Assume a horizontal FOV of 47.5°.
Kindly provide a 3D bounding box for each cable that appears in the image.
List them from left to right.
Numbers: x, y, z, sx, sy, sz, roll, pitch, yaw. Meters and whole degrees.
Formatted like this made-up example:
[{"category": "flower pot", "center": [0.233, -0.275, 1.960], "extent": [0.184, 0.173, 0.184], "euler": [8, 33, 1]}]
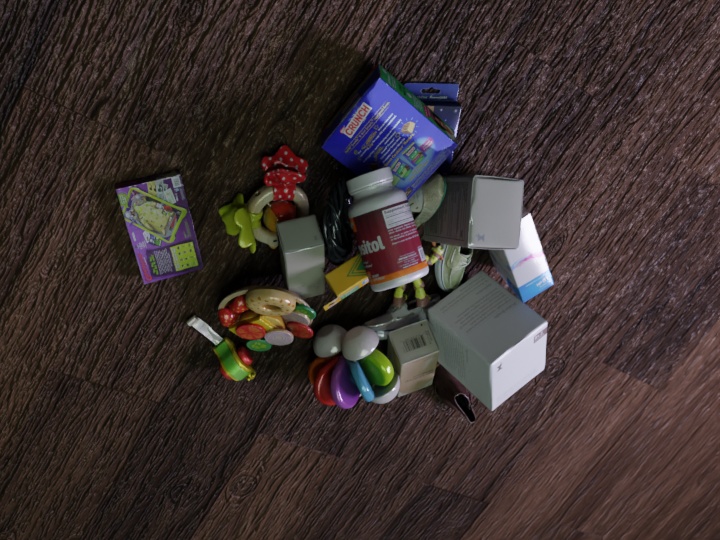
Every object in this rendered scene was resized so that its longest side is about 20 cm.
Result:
[{"category": "cable", "center": [-0.031, -0.098, 1.522], "extent": [0.050, 0.200, 0.167], "euler": [12, 80, 8]}]

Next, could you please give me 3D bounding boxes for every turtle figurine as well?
[{"category": "turtle figurine", "center": [0.109, -0.001, 1.692], "extent": [0.195, 0.065, 0.164], "euler": [-8, 124, 0]}]

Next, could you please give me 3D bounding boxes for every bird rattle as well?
[{"category": "bird rattle", "center": [-0.164, -0.125, 1.535], "extent": [0.200, 0.113, 0.163], "euler": [-48, 139, -1]}]

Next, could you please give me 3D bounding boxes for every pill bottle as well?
[{"category": "pill bottle", "center": [0.043, -0.074, 1.463], "extent": [0.111, 0.113, 0.204], "euler": [-18, 92, -8]}]

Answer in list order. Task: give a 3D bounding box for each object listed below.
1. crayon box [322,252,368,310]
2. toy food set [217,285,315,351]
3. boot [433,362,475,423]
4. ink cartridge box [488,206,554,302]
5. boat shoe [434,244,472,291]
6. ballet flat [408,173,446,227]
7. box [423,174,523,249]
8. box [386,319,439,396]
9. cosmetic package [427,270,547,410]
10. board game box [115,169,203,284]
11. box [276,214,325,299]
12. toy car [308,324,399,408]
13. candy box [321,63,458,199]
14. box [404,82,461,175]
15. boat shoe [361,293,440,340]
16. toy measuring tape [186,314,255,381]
[{"category": "crayon box", "center": [0.000, 0.000, 1.582], "extent": [0.198, 0.126, 0.052], "euler": [-34, 86, -4]}, {"category": "toy food set", "center": [-0.184, 0.093, 1.622], "extent": [0.197, 0.050, 0.198], "euler": [-19, 142, 28]}, {"category": "boot", "center": [0.221, 0.296, 1.871], "extent": [0.071, 0.167, 0.202], "euler": [-29, 126, 1]}, {"category": "ink cartridge box", "center": [0.313, -0.060, 1.696], "extent": [0.084, 0.145, 0.202], "euler": [-29, 126, 0]}, {"category": "boat shoe", "center": [0.202, -0.038, 1.710], "extent": [0.071, 0.062, 0.204], "euler": [-19, 127, -34]}, {"category": "ballet flat", "center": [0.103, -0.119, 1.583], "extent": [0.061, 0.069, 0.200], "euler": [-4, 155, -22]}, {"category": "box", "center": [0.208, -0.111, 1.538], "extent": [0.107, 0.199, 0.131], "euler": [2, 96, -20]}, {"category": "box", "center": [0.110, 0.192, 1.770], "extent": [0.093, 0.079, 0.201], "euler": [-19, 154, -8]}, {"category": "cosmetic package", "center": [0.268, 0.147, 1.737], "extent": [0.163, 0.200, 0.167], "euler": [-32, 140, -19]}, {"category": "board game box", "center": [-0.368, -0.078, 1.510], "extent": [0.118, 0.032, 0.203], "euler": [-17, 124, -15]}, {"category": "box", "center": [-0.112, -0.020, 1.561], "extent": [0.080, 0.070, 0.201], "euler": [-13, 153, -10]}, {"category": "toy car", "center": [-0.026, 0.217, 1.705], "extent": [0.150, 0.197, 0.177], "euler": [-49, 125, -37]}, {"category": "candy box", "center": [0.051, -0.244, 1.502], "extent": [0.199, 0.078, 0.169], "euler": [35, 113, -24]}, {"category": "box", "center": [0.126, -0.258, 1.576], "extent": [0.118, 0.033, 0.204], "euler": [-3, 120, -18]}, {"category": "boat shoe", "center": [0.086, 0.094, 1.766], "extent": [0.196, 0.073, 0.068], "euler": [-14, 110, -23]}, {"category": "toy measuring tape", "center": [-0.278, 0.169, 1.670], "extent": [0.073, 0.074, 0.200], "euler": [-38, 126, 6]}]
